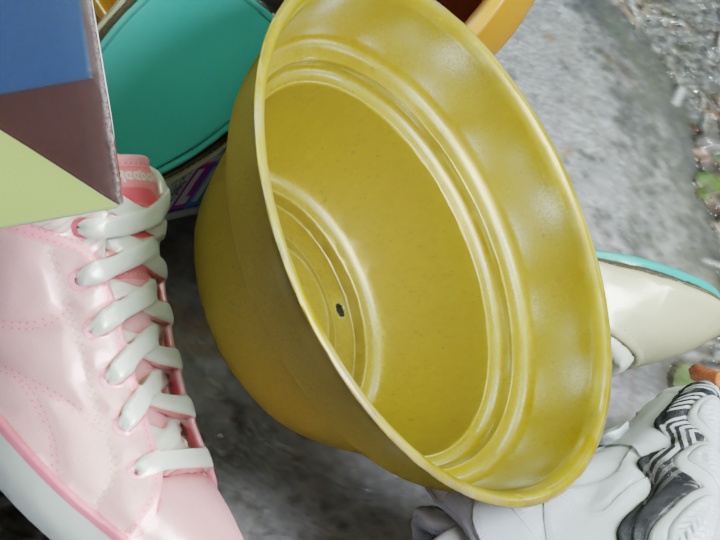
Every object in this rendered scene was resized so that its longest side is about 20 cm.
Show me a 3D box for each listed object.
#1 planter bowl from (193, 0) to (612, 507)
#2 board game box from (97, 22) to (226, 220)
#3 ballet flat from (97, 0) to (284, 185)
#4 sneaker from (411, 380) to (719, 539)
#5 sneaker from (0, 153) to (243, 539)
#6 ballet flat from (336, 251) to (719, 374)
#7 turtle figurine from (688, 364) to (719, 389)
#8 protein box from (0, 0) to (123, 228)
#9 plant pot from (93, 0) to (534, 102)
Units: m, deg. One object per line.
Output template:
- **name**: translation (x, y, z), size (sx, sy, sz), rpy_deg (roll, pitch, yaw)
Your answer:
- **planter bowl**: translation (0.000, 0.000, 0.959), size (0.200, 0.083, 0.201), rpy_deg (31, 47, -41)
- **board game box**: translation (-0.133, -0.095, 1.079), size (0.200, 0.034, 0.134), rpy_deg (38, 17, 11)
- **ballet flat**: translation (-0.040, -0.107, 0.991), size (0.069, 0.200, 0.069), rpy_deg (43, 2, -2)
- **sneaker**: translation (0.079, 0.090, 1.012), size (0.114, 0.075, 0.200), rpy_deg (1, 15, 8)
- **sneaker**: translation (-0.089, 0.023, 0.918), size (0.200, 0.105, 0.075), rpy_deg (46, 13, 17)
- **ballet flat**: translation (0.053, 0.015, 1.089), size (0.199, 0.070, 0.070), rpy_deg (17, 43, -11)
- **turtle figurine**: translation (0.230, 0.100, 1.091), size (0.161, 0.065, 0.200), rpy_deg (7, 19, -32)
- **protein box**: translation (-0.193, -0.104, 0.877), size (0.198, 0.135, 0.200), rpy_deg (-10, 27, -7)
- **plant pot**: translation (-0.003, -0.150, 1.114), size (0.200, 0.200, 0.183), rpy_deg (41, 5, 14)
